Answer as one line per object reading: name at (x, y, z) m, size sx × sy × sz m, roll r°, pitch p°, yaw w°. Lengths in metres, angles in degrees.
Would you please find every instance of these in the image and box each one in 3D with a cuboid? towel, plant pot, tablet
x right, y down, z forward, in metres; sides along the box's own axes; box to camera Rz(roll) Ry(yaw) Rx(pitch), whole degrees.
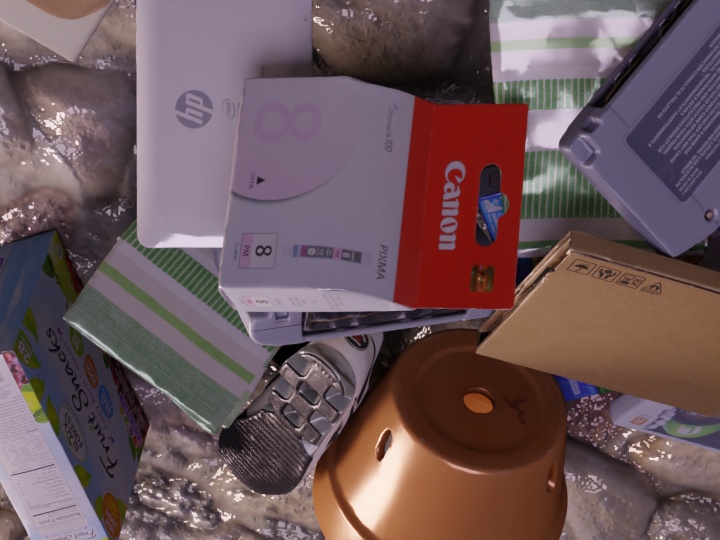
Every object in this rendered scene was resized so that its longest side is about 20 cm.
towel at (-0.107, 0.001, 1.681) m, size 0.152 × 0.023 × 0.200 m, roll 39°, pitch 75°, yaw -16°
towel at (0.169, -0.109, 1.580) m, size 0.152 × 0.023 × 0.201 m, roll -1°, pitch 102°, yaw 14°
plant pot at (0.073, 0.139, 1.710) m, size 0.199 × 0.201 × 0.140 m, roll 13°, pitch 136°, yaw -4°
tablet at (-0.099, -0.117, 1.629) m, size 0.129 × 0.014 × 0.201 m, roll 0°, pitch 90°, yaw 5°

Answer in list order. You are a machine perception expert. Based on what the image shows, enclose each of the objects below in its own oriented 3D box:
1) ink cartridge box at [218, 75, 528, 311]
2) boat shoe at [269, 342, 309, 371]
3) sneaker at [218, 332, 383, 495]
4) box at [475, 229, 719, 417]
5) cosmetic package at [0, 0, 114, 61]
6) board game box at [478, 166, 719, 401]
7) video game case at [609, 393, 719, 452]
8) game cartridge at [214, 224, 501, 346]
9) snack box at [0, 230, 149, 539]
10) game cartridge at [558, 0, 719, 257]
ink cartridge box at (0.009, -0.054, 1.549) m, size 0.199 × 0.163 × 0.057 m, roll -2°, pitch 157°, yaw 18°
boat shoe at (-0.072, 0.020, 1.739) m, size 0.072 × 0.068 × 0.200 m, roll -36°, pitch 113°, yaw 24°
sneaker at (-0.038, 0.103, 1.712) m, size 0.074 × 0.088 × 0.200 m, roll 46°, pitch 138°, yaw 2°
box at (0.202, 0.041, 1.586) m, size 0.199 × 0.021 × 0.164 m, roll 15°, pitch 148°, yaw -16°
cosmetic package at (-0.173, -0.256, 1.553) m, size 0.071 × 0.105 × 0.200 m, roll 30°, pitch 118°, yaw -14°
board game box at (0.209, -0.007, 1.672) m, size 0.199 × 0.041 × 0.201 m, roll -14°, pitch 122°, yaw 16°
video game case at (0.323, 0.094, 1.713) m, size 0.199 × 0.023 × 0.182 m, roll 16°, pitch 144°, yaw -31°
game cartridge at (0.000, 0.000, 1.640) m, size 0.199 × 0.133 × 0.042 m, roll -7°, pitch 115°, yaw -14°
snack box at (-0.240, 0.100, 1.743) m, size 0.067 × 0.169 × 0.201 m, roll -15°, pitch 119°, yaw 15°
game cartridge at (0.239, -0.114, 1.530) m, size 0.133 × 0.041 × 0.200 m, roll 44°, pitch 81°, yaw -20°
